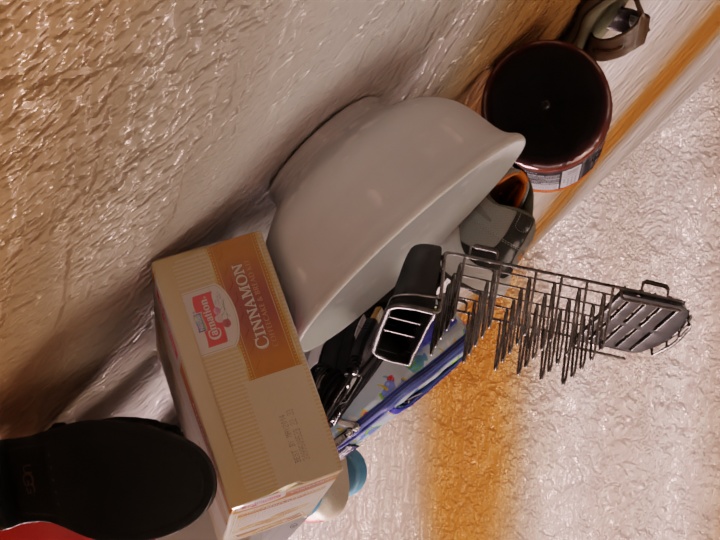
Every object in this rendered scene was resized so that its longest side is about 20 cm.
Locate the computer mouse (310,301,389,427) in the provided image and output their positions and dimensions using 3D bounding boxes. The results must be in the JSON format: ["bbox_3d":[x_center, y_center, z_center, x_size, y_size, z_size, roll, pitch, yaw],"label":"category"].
[{"bbox_3d":[-0.010,0.061,1.040,0.200,0.046,0.141,-51,171,-46],"label":"computer mouse"}]

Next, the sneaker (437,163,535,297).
[{"bbox_3d":[0.095,-0.062,1.030,0.080,0.073,0.201,-52,-154,26],"label":"sneaker"}]

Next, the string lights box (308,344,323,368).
[{"bbox_3d":[-0.026,0.050,1.357,0.103,0.059,0.200,-43,173,27],"label":"string lights box"}]

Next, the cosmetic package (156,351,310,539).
[{"bbox_3d":[-0.095,0.129,1.050,0.102,0.073,0.202,86,20,-78],"label":"cosmetic package"}]

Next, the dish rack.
[{"bbox_3d":[0.112,0.036,0.905,0.154,0.198,0.055,105,-4,-75],"label":"dish rack"}]

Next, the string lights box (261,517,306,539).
[{"bbox_3d":[-0.155,0.203,1.154,0.199,0.059,0.103,17,126,-39],"label":"string lights box"}]

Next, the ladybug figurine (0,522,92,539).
[{"bbox_3d":[-0.215,0.205,1.018,0.135,0.072,0.201,13,128,-30],"label":"ladybug figurine"}]

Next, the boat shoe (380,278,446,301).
[{"bbox_3d":[0.040,0.000,1.325,0.063,0.074,0.201,-21,-169,32],"label":"boat shoe"}]

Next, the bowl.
[{"bbox_3d":[0.005,-0.046,0.881,0.201,0.090,0.201,-42,172,-7],"label":"bowl"}]

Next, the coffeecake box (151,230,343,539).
[{"bbox_3d":[-0.079,0.083,0.885,0.072,0.155,0.200,-17,166,-12],"label":"coffeecake box"}]

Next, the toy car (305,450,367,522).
[{"bbox_3d":[-0.121,0.209,1.554,0.198,0.179,0.184,-15,176,18],"label":"toy car"}]

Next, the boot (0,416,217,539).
[{"bbox_3d":[-0.155,0.117,0.862,0.198,0.070,0.174,-3,-179,18],"label":"boot"}]

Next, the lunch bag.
[{"bbox_3d":[0.025,0.105,1.389,0.161,0.083,0.200,-41,174,29],"label":"lunch bag"}]

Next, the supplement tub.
[{"bbox_3d":[0.157,-0.124,1.164,0.107,0.107,0.200,-42,173,3],"label":"supplement tub"}]

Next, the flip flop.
[{"bbox_3d":[0.216,-0.206,1.190,0.081,0.058,0.200,-37,171,-33],"label":"flip flop"}]
